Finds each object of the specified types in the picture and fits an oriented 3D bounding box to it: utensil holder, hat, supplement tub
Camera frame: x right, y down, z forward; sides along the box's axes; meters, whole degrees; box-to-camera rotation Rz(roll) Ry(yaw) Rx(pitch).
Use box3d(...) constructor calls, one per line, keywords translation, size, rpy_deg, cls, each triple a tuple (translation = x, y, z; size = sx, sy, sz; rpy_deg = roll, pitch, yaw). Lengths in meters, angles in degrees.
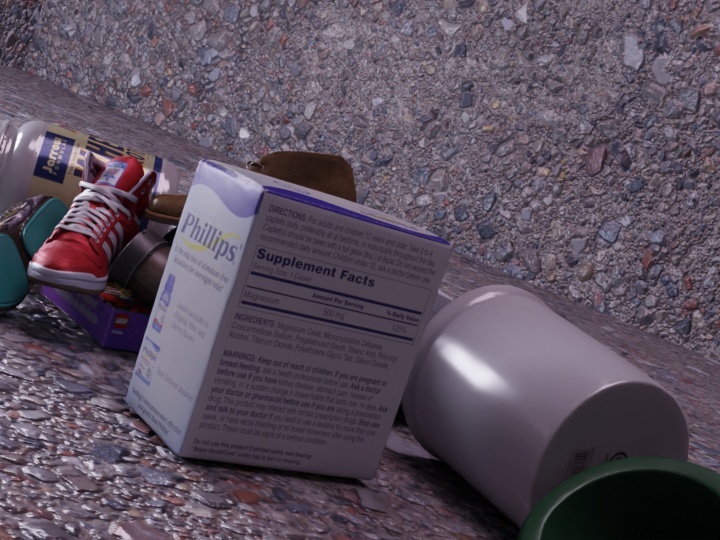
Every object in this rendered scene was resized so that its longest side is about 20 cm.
box3d(translation=(0.153, 0.126, 1.035), size=(0.168, 0.172, 0.200), rpy_deg=(15, 11, -32), cls="utensil holder")
box3d(translation=(0.214, 0.250, 0.887), size=(0.198, 0.178, 0.165), rpy_deg=(-27, 33, -24), cls="hat")
box3d(translation=(-0.298, -0.068, 1.265), size=(0.197, 0.147, 0.145), rpy_deg=(16, 8, -14), cls="supplement tub")

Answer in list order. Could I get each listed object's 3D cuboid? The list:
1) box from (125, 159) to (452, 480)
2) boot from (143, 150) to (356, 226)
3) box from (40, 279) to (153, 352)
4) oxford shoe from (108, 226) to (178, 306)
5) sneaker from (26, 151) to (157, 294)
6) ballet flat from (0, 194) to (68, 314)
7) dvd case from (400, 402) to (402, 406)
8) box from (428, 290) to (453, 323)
box3d(translation=(-0.055, 0.040, 0.940), size=(0.182, 0.203, 0.105), rpy_deg=(14, 8, -37), cls="box")
box3d(translation=(-0.101, -0.073, 1.137), size=(0.196, 0.077, 0.074), rpy_deg=(-2, 11, -7), cls="boot")
box3d(translation=(-0.189, 0.044, 1.183), size=(0.198, 0.040, 0.136), rpy_deg=(14, 10, -43), cls="box")
box3d(translation=(-0.165, 0.008, 1.141), size=(0.084, 0.073, 0.200), rpy_deg=(37, 11, 2), cls="oxford shoe")
box3d(translation=(-0.238, -0.046, 1.103), size=(0.070, 0.114, 0.200), rpy_deg=(17, 10, 1), cls="sneaker")
box3d(translation=(-0.321, -0.008, 1.099), size=(0.071, 0.073, 0.201), rpy_deg=(20, 24, 0), cls="ballet flat")
box3d(translation=(-0.007, 0.096, 1.230), size=(0.199, 0.016, 0.148), rpy_deg=(31, 0, -41), cls="dvd case")
box3d(translation=(0.000, 0.000, 1.236), size=(0.154, 0.042, 0.200), rpy_deg=(25, 5, -13), cls="box")
